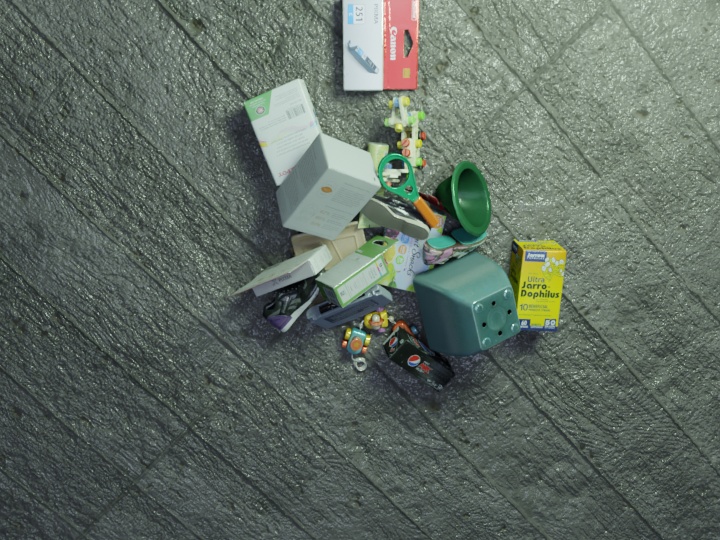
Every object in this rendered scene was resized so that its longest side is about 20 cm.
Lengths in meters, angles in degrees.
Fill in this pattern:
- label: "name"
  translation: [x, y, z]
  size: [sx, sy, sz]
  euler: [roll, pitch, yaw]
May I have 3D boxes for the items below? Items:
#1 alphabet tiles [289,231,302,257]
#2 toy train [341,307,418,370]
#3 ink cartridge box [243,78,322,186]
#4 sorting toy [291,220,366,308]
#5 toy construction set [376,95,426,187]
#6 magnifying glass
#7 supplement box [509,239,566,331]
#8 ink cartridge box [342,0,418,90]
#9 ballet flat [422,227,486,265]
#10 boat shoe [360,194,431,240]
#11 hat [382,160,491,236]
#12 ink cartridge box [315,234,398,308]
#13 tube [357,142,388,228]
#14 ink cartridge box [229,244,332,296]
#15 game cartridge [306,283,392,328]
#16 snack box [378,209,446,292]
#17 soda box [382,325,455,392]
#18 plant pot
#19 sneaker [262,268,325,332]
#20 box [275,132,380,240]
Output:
- label: "alphabet tiles"
  translation: [-0.078, -0.030, 1.518]
  size: [0.163, 0.006, 0.204]
  euler: [-24, 105, 8]
- label: "toy train"
  translation: [0.046, 0.181, 1.552]
  size: [0.197, 0.056, 0.152]
  euler: [-33, 103, 9]
- label: "ink cartridge box"
  translation: [-0.164, -0.320, 1.394]
  size: [0.142, 0.088, 0.204]
  euler: [-20, 104, 7]
- label: "sorting toy"
  translation: [-0.066, -0.014, 1.505]
  size: [0.180, 0.037, 0.205]
  euler: [-12, 110, 4]
- label: "toy construction set"
  translation: [0.098, -0.288, 1.374]
  size: [0.090, 0.130, 0.206]
  euler: [17, 101, 25]
- label: "magnifying glass"
  translation: [0.113, -0.177, 1.353]
  size: [0.079, 0.022, 0.201]
  euler: [-41, 109, 2]
- label: "supplement box"
  translation: [0.431, 0.036, 1.479]
  size: [0.105, 0.110, 0.206]
  euler: [1, 106, 0]
- label: "ink cartridge box"
  translation: [0.046, -0.513, 1.351]
  size: [0.171, 0.045, 0.206]
  euler: [0, 106, 2]
- label: "ballet flat"
  translation: [0.223, -0.057, 1.453]
  size: [0.196, 0.069, 0.072]
  euler: [-18, 139, -34]
- label: "boat shoe"
  translation: [0.079, -0.141, 1.418]
  size: [0.196, 0.064, 0.073]
  euler: [26, 147, 0]
- label: "hat"
  translation: [0.199, -0.170, 1.457]
  size: [0.173, 0.166, 0.203]
  euler: [-9, 116, 42]
- label: "ink cartridge box"
  translation: [0.000, 0.000, 1.418]
  size: [0.198, 0.103, 0.060]
  euler: [-36, 115, -19]
- label: "tube"
  translation: [0.031, -0.203, 1.444]
  size: [0.056, 0.052, 0.206]
  euler: [5, 106, 1]
- label: "ink cartridge box"
  translation: [-0.186, 0.016, 1.411]
  size: [0.196, 0.176, 0.046]
  euler: [-20, 104, 32]
- label: "game cartridge"
  translation: [-0.024, 0.089, 1.488]
  size: [0.196, 0.133, 0.043]
  euler: [-23, 74, 14]
- label: "snack box"
  translation: [0.121, -0.057, 1.484]
  size: [0.138, 0.053, 0.205]
  euler: [11, 104, -5]
- label: "soda box"
  translation: [0.151, 0.227, 1.530]
  size: [0.199, 0.064, 0.071]
  euler: [36, 104, -30]
- label: "plant pot"
  translation: [0.268, 0.091, 1.419]
  size: [0.192, 0.199, 0.201]
  euler: [-22, 106, -17]
- label: "sneaker"
  translation: [-0.166, 0.059, 1.466]
  size: [0.087, 0.076, 0.201]
  euler: [34, 107, -19]
- label: "box"
  translation: [-0.076, -0.184, 1.357]
  size: [0.150, 0.108, 0.200]
  euler: [13, 136, -37]
